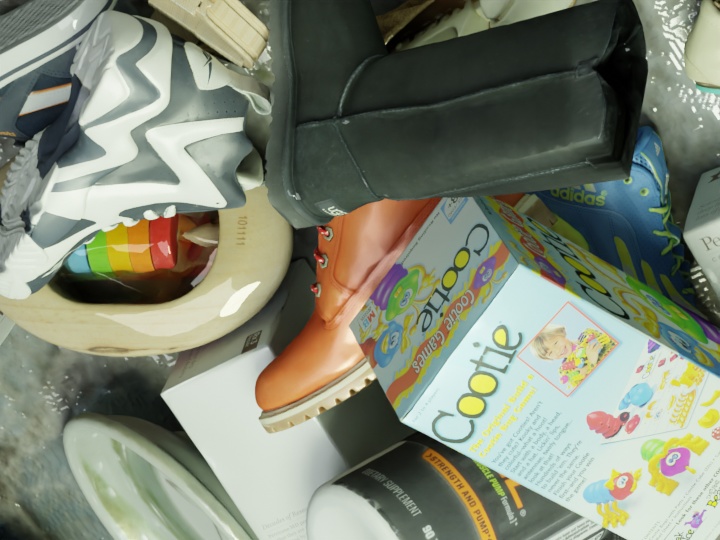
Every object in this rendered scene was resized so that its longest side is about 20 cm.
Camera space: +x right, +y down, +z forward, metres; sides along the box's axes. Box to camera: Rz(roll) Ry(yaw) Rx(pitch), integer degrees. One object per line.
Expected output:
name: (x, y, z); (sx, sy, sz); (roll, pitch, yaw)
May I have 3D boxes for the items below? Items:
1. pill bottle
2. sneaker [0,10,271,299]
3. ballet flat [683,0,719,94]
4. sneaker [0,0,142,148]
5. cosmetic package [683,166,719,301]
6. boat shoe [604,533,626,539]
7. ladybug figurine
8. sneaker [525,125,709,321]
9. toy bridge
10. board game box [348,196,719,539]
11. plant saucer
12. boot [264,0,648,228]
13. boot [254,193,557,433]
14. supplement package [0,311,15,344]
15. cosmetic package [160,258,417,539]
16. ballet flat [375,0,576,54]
pill bottle: (0.076, 0.125, 1.654); (0.106, 0.200, 0.106); (37, 141, 37)
sneaker: (-0.117, -0.047, 1.623); (0.129, 0.080, 0.199); (17, 123, -21)
ballet flat: (0.267, -0.111, 1.533); (0.199, 0.070, 0.070); (10, 122, 13)
sneaker: (-0.196, -0.102, 1.678); (0.200, 0.079, 0.079); (-16, 127, 40)
cosmetic package: (0.267, 0.027, 1.608); (0.101, 0.074, 0.200); (-23, 111, 28)
boat shoe: (0.084, 0.199, 1.775); (0.200, 0.066, 0.070); (-20, 111, 28)
ladybug figurine: (-0.130, -0.017, 1.701); (0.199, 0.072, 0.136); (3, 85, 16)
sneaker: (0.149, -0.013, 1.622); (0.200, 0.076, 0.105); (39, 123, -6)
toy bridge: (-0.080, -0.134, 1.575); (0.067, 0.200, 0.027); (33, 86, -1)
board game box: (0.111, 0.055, 1.534); (0.200, 0.103, 0.105); (29, 106, -29)
plant saucer: (-0.095, 0.153, 1.788); (0.200, 0.050, 0.200); (40, 156, 21)
boot: (0.049, -0.113, 1.505); (0.200, 0.165, 0.066); (-11, 160, 35)
boot: (0.000, 0.000, 1.604); (0.200, 0.075, 0.107); (-43, 92, 14)
supplement package: (-0.328, 0.049, 1.800); (0.156, 0.111, 0.200); (42, 124, -8)
cosmetic package: (-0.023, 0.108, 1.727); (0.081, 0.113, 0.200); (-27, 107, 22)
ballet flat: (0.061, -0.135, 1.579); (0.200, 0.072, 0.068); (-31, 120, 30)
